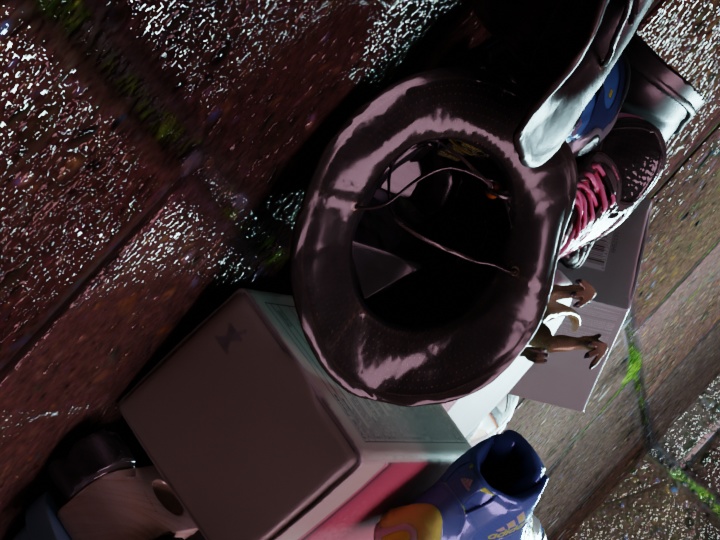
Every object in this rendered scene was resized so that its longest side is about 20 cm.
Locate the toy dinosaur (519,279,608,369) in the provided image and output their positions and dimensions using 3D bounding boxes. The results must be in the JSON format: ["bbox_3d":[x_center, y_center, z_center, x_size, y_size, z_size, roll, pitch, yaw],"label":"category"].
[{"bbox_3d":[0.109,0.028,1.485,0.199,0.101,0.059,-7,102,-46],"label":"toy dinosaur"}]

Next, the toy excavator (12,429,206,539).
[{"bbox_3d":[-0.167,0.187,1.394,0.200,0.100,0.194,-38,166,17],"label":"toy excavator"}]

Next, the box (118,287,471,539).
[{"bbox_3d":[-0.034,0.098,1.390,0.109,0.128,0.200,-41,162,15],"label":"box"}]

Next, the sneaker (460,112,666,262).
[{"bbox_3d":[0.125,-0.035,1.480,0.199,0.079,0.095,-32,-164,-15],"label":"sneaker"}]

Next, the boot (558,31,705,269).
[{"bbox_3d":[0.169,-0.083,1.651,0.158,0.079,0.211,-48,166,0],"label":"boot"}]

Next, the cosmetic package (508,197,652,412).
[{"bbox_3d":[0.167,0.022,1.845,0.200,0.089,0.108,96,8,-64],"label":"cosmetic package"}]

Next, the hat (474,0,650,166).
[{"bbox_3d":[0.115,-0.162,1.265,0.201,0.081,0.201,-56,172,-12],"label":"hat"}]

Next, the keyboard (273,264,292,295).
[{"bbox_3d":[0.000,0.000,1.499,0.200,0.021,0.127,-34,160,-41],"label":"keyboard"}]

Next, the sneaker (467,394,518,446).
[{"bbox_3d":[0.071,0.115,1.899,0.200,0.074,0.080,-38,161,-34],"label":"sneaker"}]

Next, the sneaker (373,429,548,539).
[{"bbox_3d":[0.091,0.153,1.438,0.105,0.076,0.200,-44,161,18],"label":"sneaker"}]

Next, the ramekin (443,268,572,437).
[{"bbox_3d":[0.053,0.053,1.641,0.202,0.094,0.203,-44,166,-14],"label":"ramekin"}]

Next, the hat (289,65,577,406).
[{"bbox_3d":[0.027,-0.027,1.340,0.199,0.081,0.202,-10,111,-27],"label":"hat"}]

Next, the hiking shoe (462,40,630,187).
[{"bbox_3d":[0.119,-0.115,1.435,0.200,0.074,0.087,-31,159,-48],"label":"hiking shoe"}]
